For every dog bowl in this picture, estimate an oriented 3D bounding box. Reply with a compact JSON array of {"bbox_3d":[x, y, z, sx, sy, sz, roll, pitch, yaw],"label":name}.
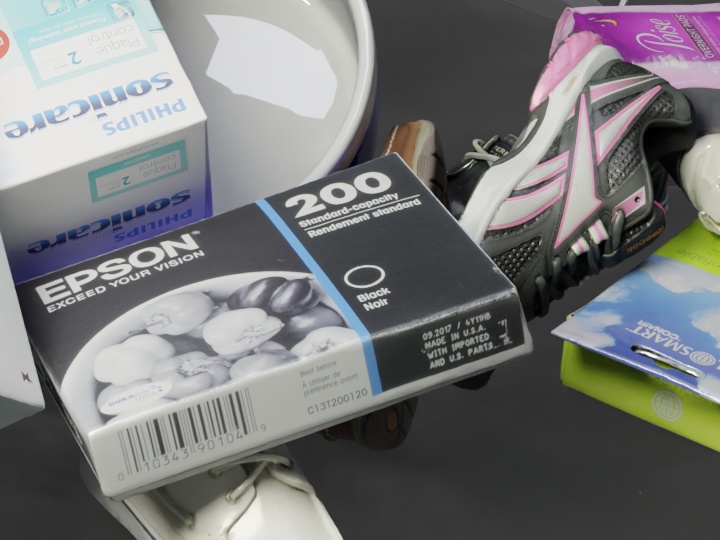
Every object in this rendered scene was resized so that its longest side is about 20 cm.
[{"bbox_3d":[-0.089,-0.092,1.408,0.199,0.079,0.201,-1,69,4],"label":"dog bowl"}]

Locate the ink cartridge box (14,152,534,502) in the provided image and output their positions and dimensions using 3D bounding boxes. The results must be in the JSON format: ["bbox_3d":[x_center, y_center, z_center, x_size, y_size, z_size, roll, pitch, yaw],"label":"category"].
[{"bbox_3d":[-0.052,0.010,1.236,0.198,0.043,0.200,-19,30,-14],"label":"ink cartridge box"}]

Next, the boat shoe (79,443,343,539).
[{"bbox_3d":[-0.057,0.096,1.203,0.071,0.070,0.200,-15,35,-31],"label":"boat shoe"}]

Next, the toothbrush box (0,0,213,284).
[{"bbox_3d":[-0.172,-0.098,1.304,0.146,0.085,0.200,-19,60,-12],"label":"toothbrush box"}]

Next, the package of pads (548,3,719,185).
[{"bbox_3d":[0.215,-0.102,1.588,0.199,0.076,0.121,-1,28,-12],"label":"package of pads"}]

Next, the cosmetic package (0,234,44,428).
[{"bbox_3d":[-0.230,-0.005,1.192,0.151,0.052,0.200,-25,68,18],"label":"cosmetic package"}]

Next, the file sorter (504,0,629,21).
[{"bbox_3d":[0.088,-0.239,1.661,0.139,0.125,0.200,24,0,29],"label":"file sorter"}]

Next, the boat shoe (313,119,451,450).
[{"bbox_3d":[0.000,0.000,1.348,0.072,0.076,0.200,2,44,14],"label":"boat shoe"}]

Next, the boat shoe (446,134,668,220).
[{"bbox_3d":[0.076,-0.041,1.460,0.200,0.071,0.072,-15,36,-30],"label":"boat shoe"}]

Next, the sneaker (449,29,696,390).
[{"bbox_3d":[0.104,-0.027,1.368,0.086,0.080,0.200,23,71,15],"label":"sneaker"}]

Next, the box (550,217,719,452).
[{"bbox_3d":[0.189,0.030,1.383,0.122,0.048,0.200,22,33,26],"label":"box"}]

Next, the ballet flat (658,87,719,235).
[{"bbox_3d":[0.218,-0.037,1.394,0.200,0.073,0.073,27,36,27],"label":"ballet flat"}]
